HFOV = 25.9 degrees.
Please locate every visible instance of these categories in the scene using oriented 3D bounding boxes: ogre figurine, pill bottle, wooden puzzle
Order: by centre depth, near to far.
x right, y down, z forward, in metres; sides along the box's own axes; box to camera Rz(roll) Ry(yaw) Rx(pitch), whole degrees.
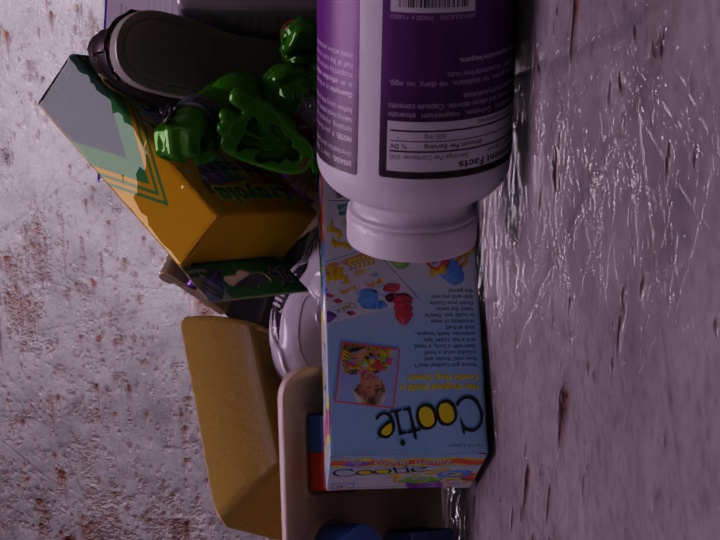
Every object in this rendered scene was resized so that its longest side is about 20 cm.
[{"bbox_3d":[0.031,-0.111,0.881,0.112,0.112,0.200,-100,10,-67],"label":"pill bottle"},{"bbox_3d":[-0.031,-0.105,0.999,0.098,0.200,0.120,64,178,-21],"label":"ogre figurine"},{"bbox_3d":[0.013,0.171,1.152,0.185,0.046,0.200,5,-95,-52],"label":"wooden puzzle"}]

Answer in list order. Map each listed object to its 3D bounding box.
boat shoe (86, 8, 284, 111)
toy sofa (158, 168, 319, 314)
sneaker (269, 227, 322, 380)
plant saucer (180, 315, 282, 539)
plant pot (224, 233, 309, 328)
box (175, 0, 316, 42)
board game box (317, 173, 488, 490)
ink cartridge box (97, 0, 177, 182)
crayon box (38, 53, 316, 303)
[{"bbox_3d":[-0.092,-0.130,1.091,0.061,0.201,0.072,2,76,55],"label":"boat shoe"},{"bbox_3d":[-0.086,-0.054,1.231,0.200,0.098,0.083,-33,30,44],"label":"toy sofa"},{"bbox_3d":[0.000,0.000,1.197,0.115,0.075,0.200,-12,53,63],"label":"sneaker"},{"bbox_3d":[-0.037,0.127,1.238,0.048,0.200,0.200,-42,44,28],"label":"plant saucer"},{"bbox_3d":[-0.073,-0.083,1.438,0.200,0.200,0.177,48,158,5],"label":"plant pot"},{"bbox_3d":[-0.034,-0.236,1.159,0.199,0.200,0.172,102,169,-77],"label":"box"},{"bbox_3d":[0.025,0.040,1.061,0.103,0.105,0.200,98,171,-69],"label":"board game box"},{"bbox_3d":[-0.140,-0.186,1.342,0.047,0.200,0.198,25,-127,-44],"label":"ink cartridge box"},{"bbox_3d":[-0.118,-0.068,1.103,0.052,0.200,0.126,-50,-21,23],"label":"crayon box"}]
